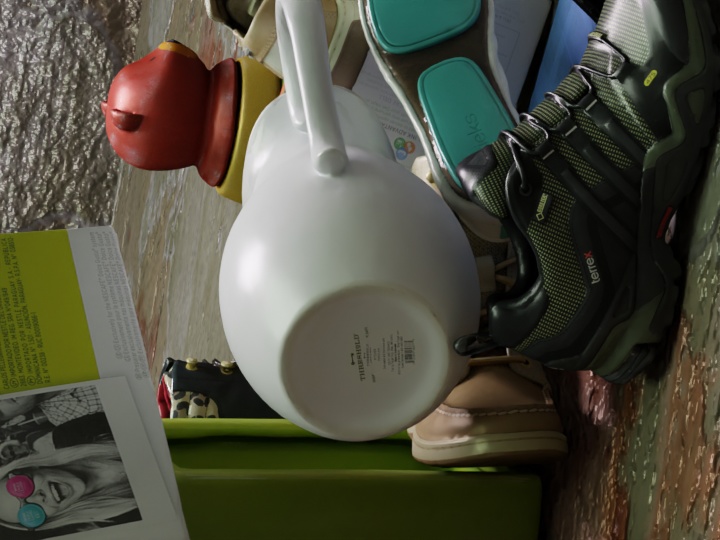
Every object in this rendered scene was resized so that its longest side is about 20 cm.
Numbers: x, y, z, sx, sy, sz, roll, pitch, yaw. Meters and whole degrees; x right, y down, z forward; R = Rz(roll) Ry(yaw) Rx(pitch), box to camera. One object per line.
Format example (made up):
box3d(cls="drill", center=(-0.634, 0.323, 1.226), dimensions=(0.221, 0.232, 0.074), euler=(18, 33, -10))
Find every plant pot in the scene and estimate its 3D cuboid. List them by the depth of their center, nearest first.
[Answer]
box3d(cls="plant pot", center=(-0.025, 0.178, 1.461), dimensions=(0.199, 0.199, 0.183), euler=(-160, 71, -77))

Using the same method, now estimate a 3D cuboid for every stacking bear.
box3d(cls="stacking bear", center=(-0.065, -0.094, 1.807), dimensions=(0.121, 0.199, 0.114), euler=(-122, 42, -72))

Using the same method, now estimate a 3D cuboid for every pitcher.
box3d(cls="pitcher", center=(-0.013, -0.027, 1.330), dimensions=(0.200, 0.121, 0.172), euler=(-104, 3, -61))

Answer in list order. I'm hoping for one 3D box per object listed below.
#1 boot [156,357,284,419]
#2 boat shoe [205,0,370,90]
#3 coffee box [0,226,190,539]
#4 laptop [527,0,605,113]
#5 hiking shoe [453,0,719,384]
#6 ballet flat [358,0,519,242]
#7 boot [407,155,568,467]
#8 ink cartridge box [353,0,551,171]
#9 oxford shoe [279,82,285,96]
box3d(cls="boot", center=(-0.040, 0.054, 1.702), dimensions=(0.073, 0.153, 0.205), euler=(152, 125, -76))
box3d(cls="boat shoe", center=(-0.046, -0.141, 1.499), dimensions=(0.200, 0.076, 0.072), euler=(-136, 68, -75))
box3d(cls="coffee box", center=(-0.203, 0.121, 1.359), dimensions=(0.200, 0.197, 0.201), euler=(102, 157, -47))
box3d(cls="laptop", center=(0.074, -0.126, 1.387), dimensions=(0.116, 0.200, 0.188), euler=(-40, 29, 18))
box3d(cls="hiking shoe", center=(0.096, -0.053, 1.243), dimensions=(0.076, 0.100, 0.201), euler=(-164, 82, -76))
box3d(cls="ballet flat", center=(0.044, -0.097, 1.400), dimensions=(0.070, 0.069, 0.201), euler=(112, 148, -50))
box3d(cls="boot", center=(0.062, 0.016, 1.411), dimensions=(0.200, 0.072, 0.156), euler=(-138, 50, -84))
box3d(cls="ink cartridge box", center=(0.018, -0.071, 1.532), dimensions=(0.059, 0.103, 0.201), euler=(-175, 104, -76))
box3d(cls="oxford shoe", center=(0.018, -0.134, 1.599), dimensions=(0.200, 0.071, 0.073), euler=(-56, 10, -14))
